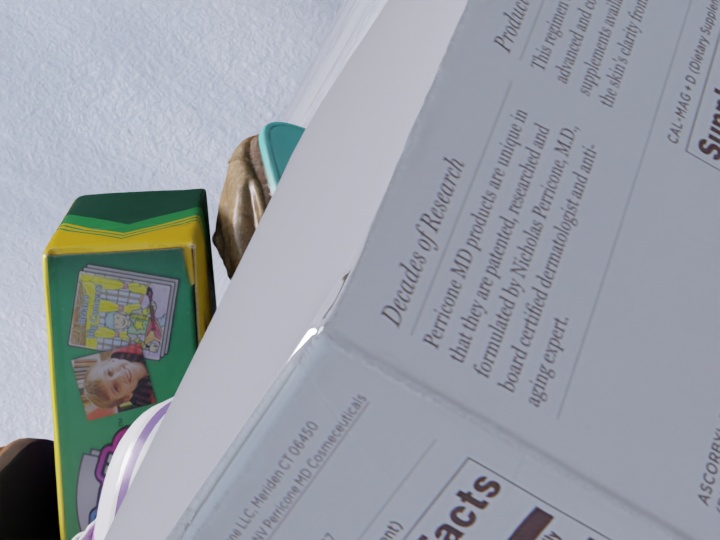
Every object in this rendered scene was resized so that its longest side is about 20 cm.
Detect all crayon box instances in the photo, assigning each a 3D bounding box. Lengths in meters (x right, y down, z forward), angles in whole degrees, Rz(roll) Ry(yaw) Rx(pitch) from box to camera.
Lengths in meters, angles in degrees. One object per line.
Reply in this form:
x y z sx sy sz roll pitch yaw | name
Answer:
-0.078 0.079 0.934 0.173 0.058 0.201 -113 19 -81 | crayon box

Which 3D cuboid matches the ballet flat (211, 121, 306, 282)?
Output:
-0.020 0.027 0.910 0.073 0.067 0.200 -59 32 28 | ballet flat

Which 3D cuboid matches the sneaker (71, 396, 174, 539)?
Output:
-0.090 0.104 0.769 0.073 0.114 0.201 -44 -28 -43 | sneaker

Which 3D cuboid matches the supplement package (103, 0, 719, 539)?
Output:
0.035 0.018 0.451 0.156 0.111 0.200 -55 7 43 | supplement package

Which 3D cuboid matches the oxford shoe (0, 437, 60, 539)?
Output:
-0.152 0.098 0.893 0.200 0.071 0.072 -16 -75 -74 | oxford shoe
